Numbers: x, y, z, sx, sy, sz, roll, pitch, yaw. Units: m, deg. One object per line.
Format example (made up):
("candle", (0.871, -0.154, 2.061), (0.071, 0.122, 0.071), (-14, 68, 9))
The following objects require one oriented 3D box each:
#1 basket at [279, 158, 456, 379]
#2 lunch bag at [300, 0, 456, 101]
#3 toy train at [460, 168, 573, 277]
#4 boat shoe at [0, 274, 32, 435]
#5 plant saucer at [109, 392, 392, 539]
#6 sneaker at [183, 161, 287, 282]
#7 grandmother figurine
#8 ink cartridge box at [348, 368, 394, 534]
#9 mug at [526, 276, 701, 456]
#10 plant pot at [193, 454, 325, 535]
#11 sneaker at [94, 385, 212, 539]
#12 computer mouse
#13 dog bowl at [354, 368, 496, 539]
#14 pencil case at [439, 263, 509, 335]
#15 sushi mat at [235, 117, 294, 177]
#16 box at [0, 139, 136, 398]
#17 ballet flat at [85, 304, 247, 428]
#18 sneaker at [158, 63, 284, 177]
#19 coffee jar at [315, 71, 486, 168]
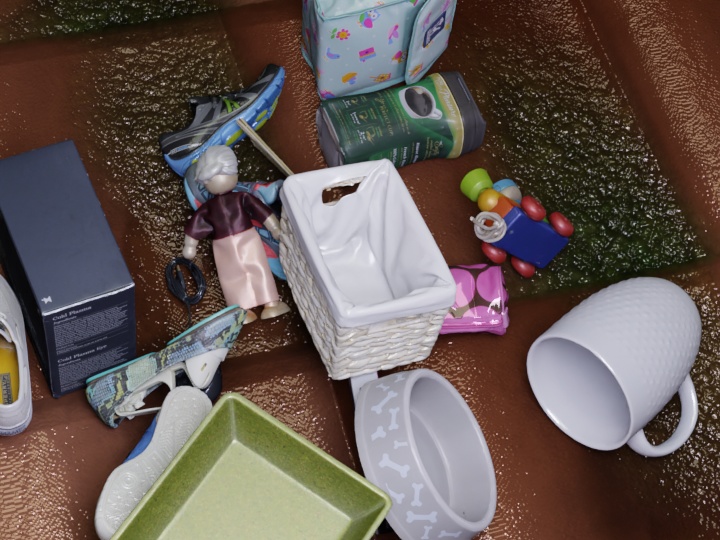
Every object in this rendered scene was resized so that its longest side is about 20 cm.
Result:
("basket", (0.000, 0.000, 1.549), (0.134, 0.124, 0.201), (-11, 53, -19))
("lunch bag", (0.030, -0.315, 1.815), (0.197, 0.171, 0.123), (-13, 60, -11))
("toy train", (0.155, -0.075, 1.690), (0.085, 0.199, 0.116), (-47, 54, 16))
("boat shoe", (-0.389, 0.072, 1.539), (0.070, 0.070, 0.202), (-8, 60, -16))
("plant saucer", (-0.103, 0.247, 1.369), (0.199, 0.048, 0.200), (32, 60, 11))
("sneaker", (-0.116, -0.079, 1.692), (0.199, 0.096, 0.079), (36, 36, 10))
("grandmother figurine", (-0.146, -0.042, 1.641), (0.120, 0.061, 0.203), (-14, 94, -4))
("ink cartridge box", (0.011, 0.172, 1.563), (0.037, 0.095, 0.202), (-11, 60, -3))
("mug", (0.308, 0.113, 1.624), (0.175, 0.147, 0.202), (-35, 99, -32))
("plant pot", (-0.103, 0.274, 1.462), (0.197, 0.141, 0.202), (4, 58, -6))
("sneaker", (-0.218, 0.222, 1.492), (0.076, 0.112, 0.201), (24, 46, -1))
("computer mouse", (-0.189, 0.070, 1.642), (0.058, 0.034, 0.202), (-20, 55, 12))
("dog bowl", (0.073, 0.194, 1.504), (0.058, 0.199, 0.202), (-27, 57, 25))
("pencil case", (0.075, 0.042, 1.657), (0.197, 0.092, 0.094), (-5, 24, -8))
("sushi mat", (-0.072, -0.102, 1.724), (0.012, 0.096, 0.200), (-43, 70, -1))
("box", (-0.323, -0.001, 1.575), (0.103, 0.183, 0.202), (-19, 63, -18))
("ballet flat", (-0.200, 0.110, 1.571), (0.198, 0.074, 0.075), (-28, 63, 7))
("sneaker", (-0.167, -0.196, 1.778), (0.083, 0.071, 0.199), (42, 66, 11))
("coffee jar", (0.051, -0.177, 1.785), (0.197, 0.086, 0.105), (-15, 59, -14))
